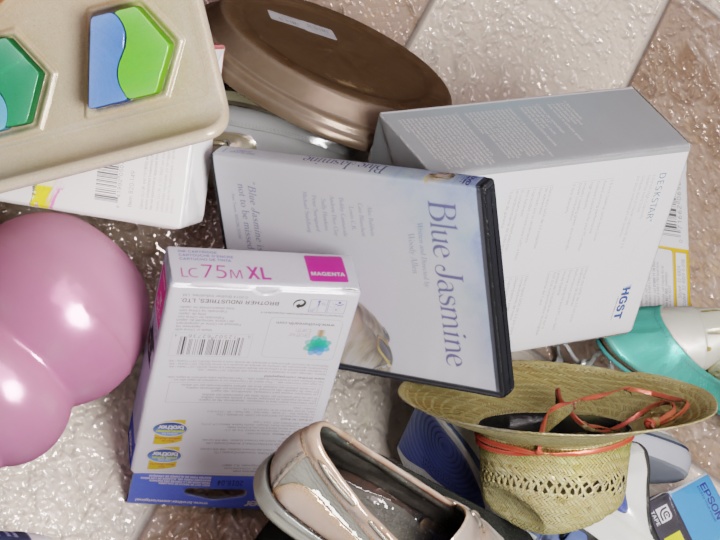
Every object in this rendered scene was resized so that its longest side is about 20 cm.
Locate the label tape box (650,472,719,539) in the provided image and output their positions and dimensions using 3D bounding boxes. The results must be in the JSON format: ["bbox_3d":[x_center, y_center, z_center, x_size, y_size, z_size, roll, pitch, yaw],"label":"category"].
[{"bbox_3d":[0.184,0.246,1.488,0.199,0.066,0.144,-23,86,-30],"label":"label tape box"}]

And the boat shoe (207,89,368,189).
[{"bbox_3d":[-0.091,-0.087,1.434,0.198,0.075,0.069,13,90,4],"label":"boat shoe"}]

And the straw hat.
[{"bbox_3d":[0.121,0.118,1.345,0.199,0.201,0.086,-4,103,-26],"label":"straw hat"}]

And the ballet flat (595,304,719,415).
[{"bbox_3d":[0.250,0.060,1.534,0.199,0.070,0.068,28,32,-39],"label":"ballet flat"}]

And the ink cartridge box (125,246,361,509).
[{"bbox_3d":[-0.079,0.071,1.352,0.118,0.201,0.042,3,40,-15],"label":"ink cartridge box"}]

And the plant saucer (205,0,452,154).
[{"bbox_3d":[-0.021,-0.136,1.443,0.199,0.200,0.030,16,114,-21],"label":"plant saucer"}]

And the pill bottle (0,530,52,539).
[{"bbox_3d":[-0.235,0.209,1.274,0.198,0.111,0.112,6,73,-23],"label":"pill bottle"}]

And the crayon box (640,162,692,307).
[{"bbox_3d":[0.141,-0.030,1.551,0.198,0.052,0.127,8,73,-24],"label":"crayon box"}]

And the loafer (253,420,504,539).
[{"bbox_3d":[0.034,0.155,1.252,0.199,0.063,0.072,30,39,-13],"label":"loafer"}]

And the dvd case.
[{"bbox_3d":[0.000,0.000,1.337,0.018,0.199,0.144,-39,129,-49],"label":"dvd case"}]

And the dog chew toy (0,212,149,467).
[{"bbox_3d":[-0.220,0.062,1.323,0.124,0.124,0.200,42,71,-9],"label":"dog chew toy"}]

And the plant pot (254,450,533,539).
[{"bbox_3d":[0.004,0.234,1.345,0.199,0.199,0.178,27,53,-16],"label":"plant pot"}]

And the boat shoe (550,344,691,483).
[{"bbox_3d":[0.143,0.088,1.514,0.200,0.075,0.087,16,67,-10],"label":"boat shoe"}]

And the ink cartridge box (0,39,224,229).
[{"bbox_3d":[-0.194,-0.100,1.357,0.198,0.067,0.118,10,97,7],"label":"ink cartridge box"}]

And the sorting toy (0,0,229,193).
[{"bbox_3d":[-0.188,-0.158,1.298,0.183,0.036,0.202,-13,89,7],"label":"sorting toy"}]

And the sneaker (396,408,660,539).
[{"bbox_3d":[0.126,0.145,1.438,0.199,0.081,0.115,44,51,13],"label":"sneaker"}]

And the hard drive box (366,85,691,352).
[{"bbox_3d":[0.099,-0.028,1.406,0.198,0.157,0.077,-7,39,-28],"label":"hard drive box"}]
